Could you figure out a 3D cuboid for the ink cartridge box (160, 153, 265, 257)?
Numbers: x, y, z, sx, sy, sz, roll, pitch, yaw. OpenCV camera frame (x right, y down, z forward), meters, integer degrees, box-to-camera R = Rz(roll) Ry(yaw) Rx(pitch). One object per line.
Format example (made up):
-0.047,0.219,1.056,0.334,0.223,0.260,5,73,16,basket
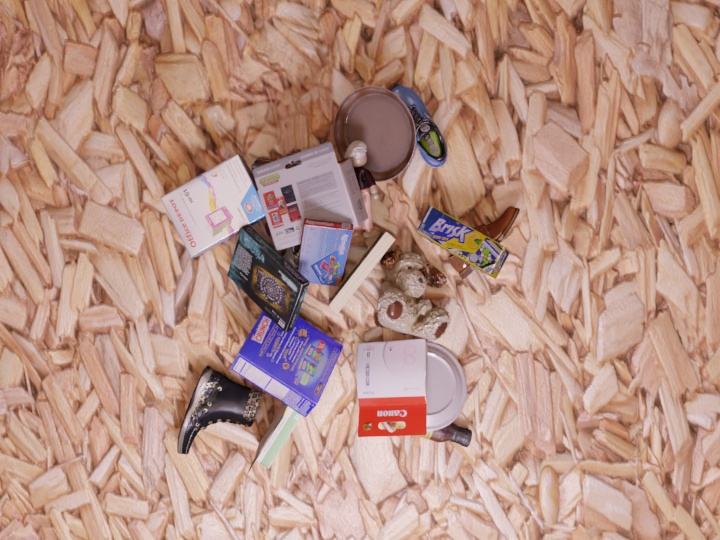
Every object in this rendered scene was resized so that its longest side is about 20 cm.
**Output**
-0.314,-0.140,1.546,0.196,0.085,0.147,-29,96,1,ink cartridge box

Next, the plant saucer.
0.034,-0.296,1.538,0.195,0.032,0.206,9,111,24,plant saucer

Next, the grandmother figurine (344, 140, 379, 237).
-0.003,-0.180,1.551,0.118,0.060,0.206,7,109,32,grandmother figurine

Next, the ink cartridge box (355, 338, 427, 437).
0.068,0.253,1.543,0.158,0.058,0.204,-5,54,14,ink cartridge box

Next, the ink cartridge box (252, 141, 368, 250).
-0.105,-0.159,1.471,0.195,0.084,0.180,-14,101,21,ink cartridge box

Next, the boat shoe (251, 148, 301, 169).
-0.141,-0.224,1.560,0.194,0.072,0.074,13,76,1,boat shoe

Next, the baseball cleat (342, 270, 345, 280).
-0.047,-0.068,1.549,0.104,0.069,0.206,-1,108,35,baseball cleat

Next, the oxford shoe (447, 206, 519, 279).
0.276,-0.077,1.587,0.071,0.071,0.200,44,93,0,oxford shoe

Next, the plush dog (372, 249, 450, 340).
0.101,0.046,1.572,0.197,0.159,0.177,22,79,-32,plush dog

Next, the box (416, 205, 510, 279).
0.223,-0.063,1.543,0.198,0.064,0.071,32,94,25,box

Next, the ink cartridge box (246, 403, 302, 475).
-0.180,0.360,1.536,0.047,0.200,0.148,32,94,-5,ink cartridge box

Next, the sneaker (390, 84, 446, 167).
0.134,-0.320,1.548,0.078,0.089,0.202,-36,96,0,sneaker

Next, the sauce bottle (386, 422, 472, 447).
0.159,0.354,1.621,0.195,0.066,0.068,19,94,-6,sauce bottle

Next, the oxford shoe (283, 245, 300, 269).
-0.151,-0.003,1.579,0.074,0.058,0.204,23,95,-6,oxford shoe

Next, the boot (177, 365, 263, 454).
-0.317,0.336,1.593,0.150,0.073,0.209,21,93,-6,boot

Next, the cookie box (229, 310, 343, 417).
-0.158,0.188,1.538,0.197,0.173,0.076,33,136,-6,cookie box

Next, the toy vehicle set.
0.000,0.000,1.552,0.026,0.124,0.201,38,93,-5,toy vehicle set

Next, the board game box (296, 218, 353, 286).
-0.078,-0.034,1.476,0.100,0.202,0.020,7,54,-7,board game box

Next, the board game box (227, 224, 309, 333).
-0.199,0.017,1.507,0.199,0.028,0.137,41,128,22,board game box

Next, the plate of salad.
0.145,0.262,1.602,0.194,0.048,0.206,3,66,-7,plate of salad
